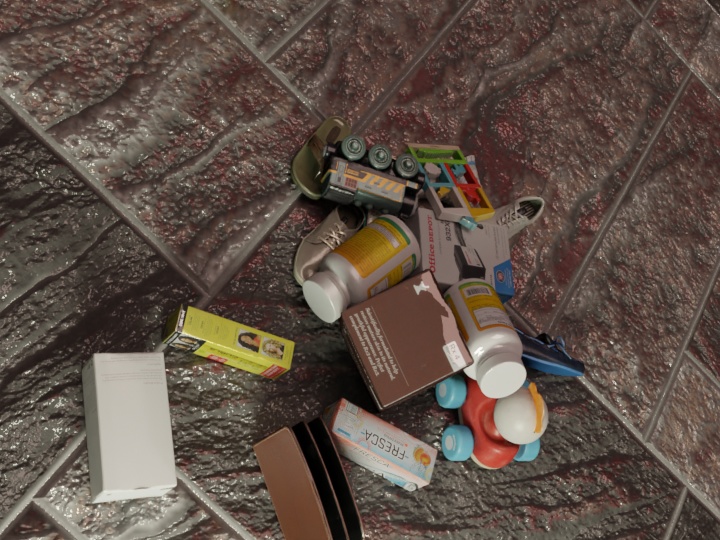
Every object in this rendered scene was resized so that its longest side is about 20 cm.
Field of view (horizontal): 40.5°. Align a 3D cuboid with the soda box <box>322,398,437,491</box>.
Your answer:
[{"bbox_3d":[0.027,0.290,1.614,0.198,0.068,0.064,31,56,-15],"label":"soda box"}]

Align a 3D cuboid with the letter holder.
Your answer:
[{"bbox_3d":[-0.066,0.331,1.493,0.099,0.142,0.203,-13,76,-34],"label":"letter holder"}]

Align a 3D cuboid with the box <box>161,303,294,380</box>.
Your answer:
[{"bbox_3d":[-0.208,0.115,1.548,0.197,0.075,0.051,21,61,-23],"label":"box"}]

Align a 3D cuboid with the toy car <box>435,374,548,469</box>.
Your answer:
[{"bbox_3d":[0.261,0.239,1.697,0.181,0.200,0.180,7,65,-28],"label":"toy car"}]

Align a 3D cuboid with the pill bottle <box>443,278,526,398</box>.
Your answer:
[{"bbox_3d":[0.212,0.118,1.675,0.109,0.112,0.202,12,34,-26],"label":"pill bottle"}]

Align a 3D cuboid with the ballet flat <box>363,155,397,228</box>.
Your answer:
[{"bbox_3d":[0.046,-0.134,1.809,0.063,0.076,0.203,0,61,16],"label":"ballet flat"}]

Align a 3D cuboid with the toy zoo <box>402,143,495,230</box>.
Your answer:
[{"bbox_3d":[0.170,-0.155,1.815,0.129,0.021,0.202,-2,53,-34],"label":"toy zoo"}]

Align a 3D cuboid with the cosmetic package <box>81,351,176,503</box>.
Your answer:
[{"bbox_3d":[-0.337,0.226,1.416,0.111,0.081,0.204,3,68,-29],"label":"cosmetic package"}]

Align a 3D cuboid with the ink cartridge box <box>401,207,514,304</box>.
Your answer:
[{"bbox_3d":[0.175,-0.019,1.794,0.196,0.084,0.148,10,63,-25],"label":"ink cartridge box"}]

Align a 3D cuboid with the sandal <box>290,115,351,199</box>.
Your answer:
[{"bbox_3d":[-0.069,-0.218,1.791,0.079,0.057,0.203,33,56,-14],"label":"sandal"}]

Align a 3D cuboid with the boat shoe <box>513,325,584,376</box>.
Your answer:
[{"bbox_3d":[0.349,0.149,1.862,0.197,0.084,0.070,22,70,-24],"label":"boat shoe"}]

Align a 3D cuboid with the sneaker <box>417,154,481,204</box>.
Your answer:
[{"bbox_3d":[0.170,-0.160,1.904,0.198,0.075,0.088,-25,88,-36],"label":"sneaker"}]

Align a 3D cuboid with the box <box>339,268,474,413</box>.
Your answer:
[{"bbox_3d":[0.069,0.120,1.602,0.162,0.200,0.168,-24,81,-6],"label":"box"}]

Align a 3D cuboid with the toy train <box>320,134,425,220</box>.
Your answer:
[{"bbox_3d":[0.020,-0.162,1.741,0.196,0.085,0.116,17,72,-14],"label":"toy train"}]

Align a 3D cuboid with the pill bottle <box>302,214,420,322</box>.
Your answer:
[{"bbox_3d":[0.000,0.000,1.673,0.199,0.113,0.114,-37,89,-28],"label":"pill bottle"}]

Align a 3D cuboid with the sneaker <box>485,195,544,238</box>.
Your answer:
[{"bbox_3d":[0.293,-0.103,1.950,0.199,0.071,0.074,-35,88,-37],"label":"sneaker"}]

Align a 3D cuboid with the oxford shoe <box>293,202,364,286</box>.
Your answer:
[{"bbox_3d":[-0.055,-0.052,1.726,0.075,0.058,0.201,43,56,-11],"label":"oxford shoe"}]
